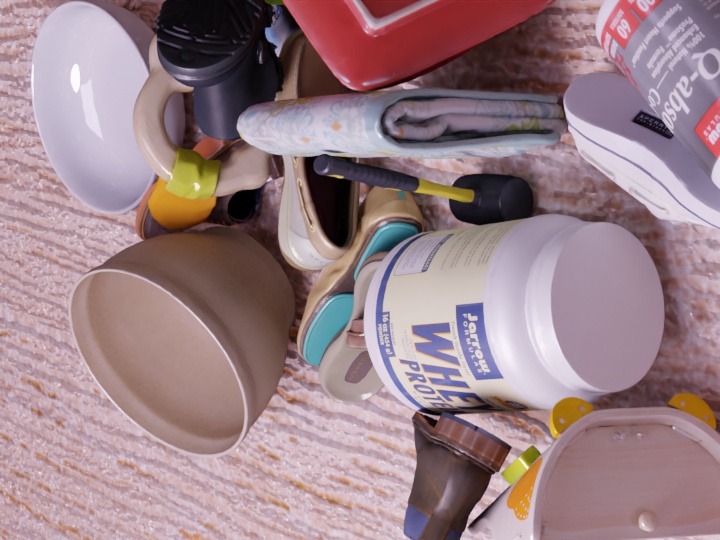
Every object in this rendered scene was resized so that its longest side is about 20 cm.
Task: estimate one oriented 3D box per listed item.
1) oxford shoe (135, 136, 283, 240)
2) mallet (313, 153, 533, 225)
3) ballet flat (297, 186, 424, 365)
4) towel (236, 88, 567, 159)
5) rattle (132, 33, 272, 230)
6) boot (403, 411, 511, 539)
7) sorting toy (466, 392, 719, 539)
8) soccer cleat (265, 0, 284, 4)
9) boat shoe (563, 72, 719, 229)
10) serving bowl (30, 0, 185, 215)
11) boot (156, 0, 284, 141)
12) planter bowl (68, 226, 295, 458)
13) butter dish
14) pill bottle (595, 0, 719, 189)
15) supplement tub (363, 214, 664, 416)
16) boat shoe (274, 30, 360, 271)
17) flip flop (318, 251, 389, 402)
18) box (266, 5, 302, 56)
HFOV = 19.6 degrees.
[{"bbox_3d":[-0.139,-0.063,1.880,0.200,0.071,0.073,-40,77,47],"label":"oxford shoe"},{"bbox_3d":[0.052,-0.064,1.573,0.065,0.199,0.042,6,87,41],"label":"mallet"},{"bbox_3d":[0.000,0.000,1.765,0.200,0.068,0.063,-56,34,40],"label":"ballet flat"},{"bbox_3d":[0.034,-0.107,1.573,0.170,0.199,0.049,-2,90,50],"label":"towel"},{"bbox_3d":[-0.143,-0.152,1.798,0.143,0.129,0.202,89,166,-80],"label":"rattle"},{"bbox_3d":[0.055,0.164,1.585,0.074,0.098,0.200,28,171,-1],"label":"boot"},{"bbox_3d":[0.167,0.168,1.555,0.180,0.198,0.108,139,127,-59],"label":"sorting toy"},{"bbox_3d":[-0.069,-0.316,1.700,0.067,0.081,0.202,5,107,47],"label":"soccer cleat"},{"bbox_3d":[0.226,-0.068,1.479,0.199,0.071,0.070,32,153,33],"label":"boat shoe"},{"bbox_3d":[-0.225,-0.157,1.946,0.199,0.065,0.202,20,118,44],"label":"serving bowl"},{"bbox_3d":[-0.106,-0.162,1.627,0.076,0.201,0.169,5,135,6],"label":"boot"},{"bbox_3d":[-0.140,0.045,1.849,0.199,0.135,0.201,26,139,25],"label":"planter bowl"},{"bbox_3d":[0.021,-0.215,1.585,0.201,0.198,0.148,56,160,20],"label":"butter dish"},{"bbox_3d":[0.256,-0.122,1.377,0.201,0.115,0.116,53,136,21],"label":"pill bottle"},{"bbox_3d":[0.115,0.034,1.569,0.199,0.144,0.146,-8,98,50],"label":"supplement tub"},{"bbox_3d":[-0.028,-0.103,1.716,0.066,0.073,0.202,-13,79,55],"label":"boat shoe"},{"bbox_3d":[0.015,0.056,1.731,0.200,0.080,0.058,122,163,-45],"label":"flip flop"},{"bbox_3d":[-0.117,-0.253,1.813,0.201,0.035,0.110,54,136,21],"label":"box"}]
